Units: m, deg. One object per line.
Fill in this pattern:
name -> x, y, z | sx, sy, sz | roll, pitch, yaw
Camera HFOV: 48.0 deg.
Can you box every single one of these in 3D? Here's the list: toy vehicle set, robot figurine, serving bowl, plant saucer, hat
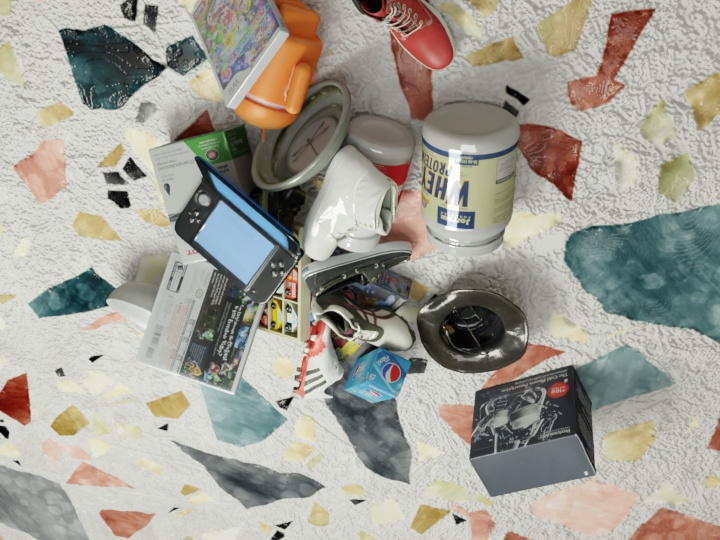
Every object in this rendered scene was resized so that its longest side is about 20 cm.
toy vehicle set -> -0.141, 0.012, 1.393 | 0.124, 0.026, 0.201 | 12, 107, 36
robot figurine -> -0.127, -0.296, 1.189 | 0.143, 0.117, 0.201 | 26, 115, 7
serving bowl -> -0.364, 0.073, 1.496 | 0.199, 0.066, 0.200 | 22, 162, 8
plant saucer -> -0.079, -0.193, 1.216 | 0.200, 0.201, 0.050 | -31, 131, 28
hat -> 0.202, 0.089, 1.415 | 0.200, 0.081, 0.201 | 11, 127, 15

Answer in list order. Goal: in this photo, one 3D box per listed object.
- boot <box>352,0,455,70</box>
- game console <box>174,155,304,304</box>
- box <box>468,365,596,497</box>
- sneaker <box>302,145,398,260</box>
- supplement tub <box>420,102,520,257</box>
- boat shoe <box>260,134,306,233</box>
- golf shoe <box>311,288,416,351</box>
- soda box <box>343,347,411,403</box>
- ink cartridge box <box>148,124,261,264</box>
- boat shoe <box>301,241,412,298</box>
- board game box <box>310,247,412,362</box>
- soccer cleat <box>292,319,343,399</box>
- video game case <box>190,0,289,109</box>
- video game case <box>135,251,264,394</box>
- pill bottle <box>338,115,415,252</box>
boot -> 0.056, -0.340, 1.111 | 0.072, 0.145, 0.200 | -32, 114, 27
game console -> -0.193, -0.055, 1.222 | 0.200, 0.118, 0.171 | 40, 111, 5
box -> 0.311, 0.290, 1.464 | 0.199, 0.182, 0.104 | -20, 118, 23
sneaker -> -0.013, -0.071, 1.203 | 0.115, 0.074, 0.201 | 40, 130, 22
supplement tub -> 0.163, -0.137, 1.226 | 0.144, 0.145, 0.201 | 4, 124, 9
boat shoe -> -0.121, -0.122, 1.301 | 0.066, 0.072, 0.202 | -3, 91, 17
golf shoe -> 0.001, 0.096, 1.381 | 0.199, 0.088, 0.077 | 28, 123, -9
soda box -> 0.028, 0.192, 1.461 | 0.064, 0.068, 0.200 | 25, 164, -7
ink cartridge box -> -0.242, -0.122, 1.328 | 0.146, 0.083, 0.201 | -11, 104, 18
boat shoe -> 0.000, 0.000, 1.353 | 0.199, 0.057, 0.069 | -14, 165, -19
board game box -> -0.048, 0.039, 1.443 | 0.200, 0.062, 0.200 | 36, 123, -12
soccer cleat -> -0.066, 0.160, 1.457 | 0.085, 0.069, 0.201 | 10, 129, -9
video game case -> -0.175, -0.348, 1.140 | 0.018, 0.201, 0.143 | 8, 138, -44
video game case -> -0.267, 0.088, 1.377 | 0.181, 0.023, 0.201 | 17, 85, 5
pill bottle -> 0.011, -0.133, 1.281 | 0.112, 0.112, 0.201 | 16, 126, 1
